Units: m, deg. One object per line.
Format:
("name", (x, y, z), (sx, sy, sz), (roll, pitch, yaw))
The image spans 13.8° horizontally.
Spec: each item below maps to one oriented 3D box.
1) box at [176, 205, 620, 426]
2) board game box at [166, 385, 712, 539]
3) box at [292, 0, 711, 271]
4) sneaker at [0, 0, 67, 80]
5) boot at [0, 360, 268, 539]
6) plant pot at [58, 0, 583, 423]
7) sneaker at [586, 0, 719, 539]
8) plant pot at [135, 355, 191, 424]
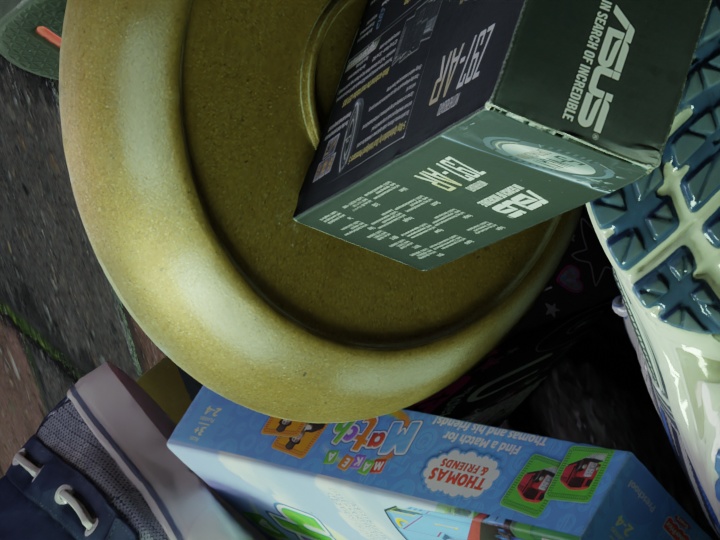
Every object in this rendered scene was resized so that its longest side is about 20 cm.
("box", (0.000, 0.000, 1.075), (0.132, 0.114, 0.200), (65, 164, 12))
("board game box", (0.049, 0.099, 0.943), (0.200, 0.037, 0.151), (9, 150, 52))
("box", (0.048, -0.091, 0.764), (0.200, 0.043, 0.161), (153, 136, -74))
("sneaker", (-0.040, -0.136, 0.965), (0.074, 0.200, 0.087), (38, -157, -44))
("boot", (-0.075, 0.112, 1.019), (0.073, 0.090, 0.200), (46, 179, -32))
("plant pot", (0.003, -0.054, 0.872), (0.027, 0.200, 0.201), (6, 117, 52))
("sneaker", (0.096, -0.001, 0.829), (0.085, 0.077, 0.201), (-144, 38, -74))
("plant pot", (-0.036, 0.144, 1.295), (0.142, 0.200, 0.200), (29, 144, 26))
